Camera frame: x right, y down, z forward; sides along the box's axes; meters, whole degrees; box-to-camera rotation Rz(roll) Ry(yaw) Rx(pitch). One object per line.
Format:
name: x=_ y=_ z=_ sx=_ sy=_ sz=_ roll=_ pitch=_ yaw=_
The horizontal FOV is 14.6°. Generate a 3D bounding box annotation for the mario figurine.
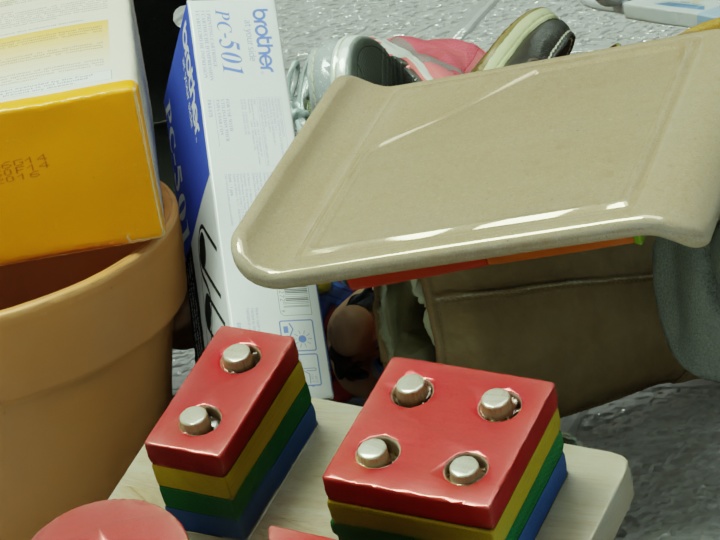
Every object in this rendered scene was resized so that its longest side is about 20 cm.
mario figurine: x=-0.021 y=0.018 z=1.317 sx=0.199 sy=0.124 sz=0.106 roll=18 pitch=39 yaw=40

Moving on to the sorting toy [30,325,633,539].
sorting toy: x=-0.026 y=0.109 z=1.057 sx=0.199 sy=0.070 sz=0.199 roll=9 pitch=44 yaw=25

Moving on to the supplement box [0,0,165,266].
supplement box: x=-0.158 y=-0.067 z=1.280 sx=0.125 sy=0.074 sz=0.200 roll=-11 pitch=21 yaw=-1

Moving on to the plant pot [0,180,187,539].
plant pot: x=-0.167 y=0.051 z=1.281 sx=0.199 sy=0.141 sz=0.200 roll=-9 pitch=22 yaw=4

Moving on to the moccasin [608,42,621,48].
moccasin: x=0.168 y=-0.100 z=1.588 sx=0.200 sy=0.078 sz=0.074 roll=-13 pitch=21 yaw=-7

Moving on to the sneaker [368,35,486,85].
sneaker: x=0.055 y=-0.108 z=1.671 sx=0.086 sy=0.074 sz=0.200 roll=-14 pitch=21 yaw=-12

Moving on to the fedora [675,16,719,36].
fedora: x=0.183 y=-0.072 z=1.427 sx=0.200 sy=0.082 sz=0.201 roll=-29 pitch=24 yaw=14

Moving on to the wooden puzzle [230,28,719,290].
wooden puzzle: x=0.063 y=-0.043 z=1.192 sx=0.199 sy=0.037 sz=0.185 roll=-4 pitch=27 yaw=19

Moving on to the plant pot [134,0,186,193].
plant pot: x=-0.159 y=-0.142 z=1.714 sx=0.198 sy=0.201 sz=0.177 roll=-9 pitch=10 yaw=4

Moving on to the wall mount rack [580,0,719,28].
wall mount rack: x=0.187 y=-0.168 z=1.551 sx=0.199 sy=0.075 sz=0.173 roll=13 pitch=22 yaw=41

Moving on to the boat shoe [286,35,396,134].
boat shoe: x=-0.011 y=-0.068 z=1.492 sx=0.064 sy=0.075 sz=0.202 roll=-3 pitch=-14 yaw=5

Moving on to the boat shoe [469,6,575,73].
boat shoe: x=0.076 y=-0.072 z=1.494 sx=0.065 sy=0.073 sz=0.200 roll=31 pitch=42 yaw=7

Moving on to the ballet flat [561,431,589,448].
ballet flat: x=0.001 y=0.099 z=1.179 sx=0.199 sy=0.076 sz=0.064 roll=-10 pitch=5 yaw=-7

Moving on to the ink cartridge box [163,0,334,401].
ink cartridge box: x=-0.052 y=-0.013 z=1.262 sx=0.044 sy=0.094 sz=0.201 roll=-3 pitch=64 yaw=-12

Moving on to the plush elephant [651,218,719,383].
plush elephant: x=0.209 y=0.006 z=1.166 sx=0.200 sy=0.155 sz=0.164 roll=-33 pitch=8 yaw=-29

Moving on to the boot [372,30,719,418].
boot: x=0.098 y=-0.020 z=1.260 sx=0.199 sy=0.176 sz=0.066 roll=-6 pitch=-14 yaw=-29
